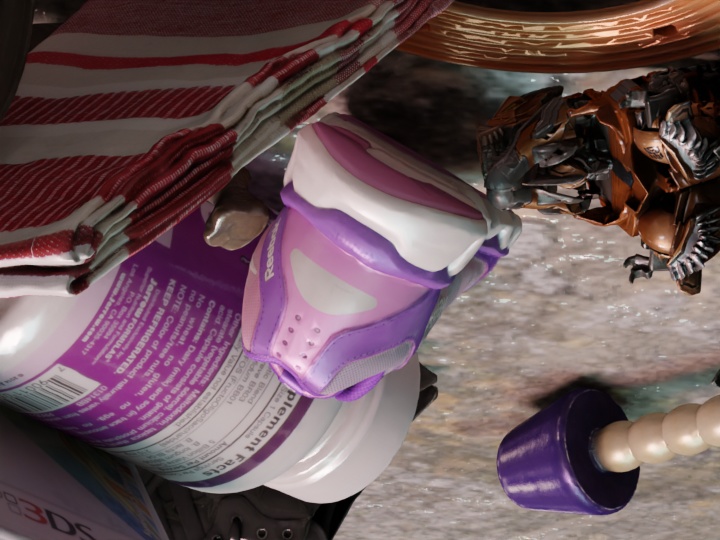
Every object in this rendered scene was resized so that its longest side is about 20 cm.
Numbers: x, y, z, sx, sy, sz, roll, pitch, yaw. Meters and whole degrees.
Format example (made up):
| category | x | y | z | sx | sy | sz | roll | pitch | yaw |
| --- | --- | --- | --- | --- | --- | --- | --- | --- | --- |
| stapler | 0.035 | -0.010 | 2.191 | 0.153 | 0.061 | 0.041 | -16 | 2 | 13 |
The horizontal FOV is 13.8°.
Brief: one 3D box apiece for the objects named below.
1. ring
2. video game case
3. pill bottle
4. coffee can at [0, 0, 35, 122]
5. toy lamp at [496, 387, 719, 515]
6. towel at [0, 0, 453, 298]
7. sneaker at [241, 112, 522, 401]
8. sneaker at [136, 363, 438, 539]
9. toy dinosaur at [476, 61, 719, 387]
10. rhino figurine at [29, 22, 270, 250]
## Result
| category | x | y | z | sx | sy | sz | roll | pitch | yaw |
| --- | --- | --- | --- | --- | --- | --- | --- | --- | --- |
| ring | 0.053 | -0.115 | 0.914 | 0.199 | 0.019 | 0.201 | 4 | 156 | 2 |
| video game case | -0.159 | 0.036 | 1.106 | 0.182 | 0.200 | 0.022 | 28 | 112 | -42 |
| pill bottle | -0.071 | 0.018 | 1.122 | 0.112 | 0.113 | 0.200 | -16 | 149 | 39 |
| coffee can | -0.216 | -0.089 | 0.868 | 0.199 | 0.147 | 0.146 | -7 | 153 | 26 |
| toy lamp | 0.143 | 0.064 | 1.253 | 0.199 | 0.059 | 0.058 | -19 | 147 | 38 |
| towel | -0.079 | -0.045 | 0.878 | 0.143 | 0.200 | 0.023 | -3 | 116 | 36 |
| sneaker | 0.000 | 0.000 | 1.020 | 0.080 | 0.089 | 0.200 | 28 | -173 | 6 |
| sneaker | -0.056 | 0.110 | 1.263 | 0.104 | 0.201 | 0.060 | 26 | 165 | 15 |
| toy dinosaur | 0.140 | -0.040 | 0.965 | 0.199 | 0.136 | 0.103 | -23 | 116 | 11 |
| rhino figurine | -0.132 | -0.047 | 0.982 | 0.199 | 0.088 | 0.060 | -4 | 136 | -24 |
